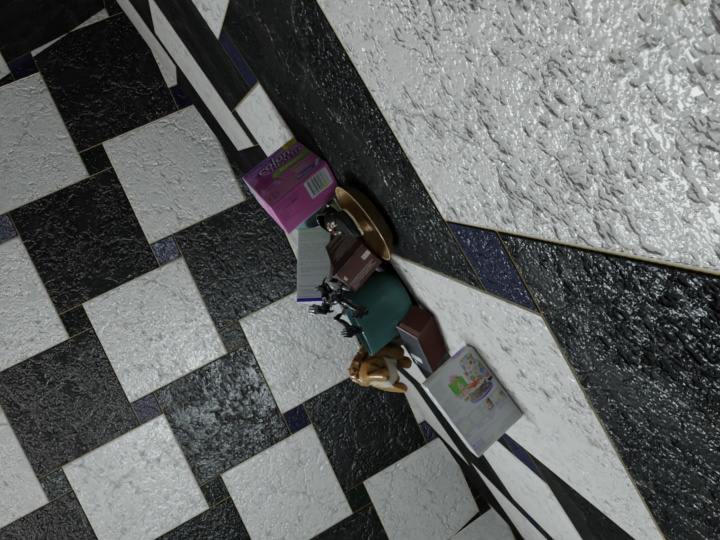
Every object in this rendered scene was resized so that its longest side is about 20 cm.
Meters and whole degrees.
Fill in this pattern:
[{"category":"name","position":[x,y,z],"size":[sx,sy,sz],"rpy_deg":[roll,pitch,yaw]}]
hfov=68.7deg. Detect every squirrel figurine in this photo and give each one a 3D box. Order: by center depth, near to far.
[{"category":"squirrel figurine","position":[0.054,0.236,1.516],"size":[0.197,0.191,0.141],"rpy_deg":[-9,148,40]}]

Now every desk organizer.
[{"category":"desk organizer","position":[0.168,0.186,1.410],"size":[0.071,0.077,0.201],"rpy_deg":[26,157,35]}]

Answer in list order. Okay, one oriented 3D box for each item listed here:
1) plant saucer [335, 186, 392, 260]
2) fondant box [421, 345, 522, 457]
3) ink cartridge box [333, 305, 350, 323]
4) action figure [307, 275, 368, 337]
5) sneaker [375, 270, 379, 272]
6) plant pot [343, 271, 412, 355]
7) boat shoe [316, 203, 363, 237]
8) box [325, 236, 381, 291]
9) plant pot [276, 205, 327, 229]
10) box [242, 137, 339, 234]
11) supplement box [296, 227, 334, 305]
[{"category":"plant saucer","position":[0.017,-0.115,1.194],"size":[0.201,0.035,0.201],"rpy_deg":[52,171,11]},{"category":"fondant box","position":[0.257,0.299,1.218],"size":[0.201,0.143,0.058],"rpy_deg":[52,173,-2]},{"category":"ink cartridge box","position":[-0.041,0.069,1.792],"size":[0.202,0.082,0.147],"rpy_deg":[-90,-24,-50]},{"category":"action figure","position":[-0.065,0.071,1.283],"size":[0.101,0.121,0.199],"rpy_deg":[20,-167,-43]},{"category":"sneaker","position":[0.000,0.000,1.519],"size":[0.089,0.079,0.201],"rpy_deg":[38,164,32]},{"category":"plant pot","position":[0.047,0.098,1.418],"size":[0.203,0.159,0.201],"rpy_deg":[59,172,13]},{"category":"boat shoe","position":[-0.050,-0.109,1.260],"size":[0.074,0.063,0.201],"rpy_deg":[59,169,-26]},{"category":"box","position":[-0.021,-0.041,1.322],"size":[0.075,0.100,0.201],"rpy_deg":[39,-170,-21]},{"category":"plant pot","position":[-0.194,-0.200,1.519],"size":[0.202,0.132,0.201],"rpy_deg":[57,166,22]},{"category":"box","position":[-0.176,-0.219,1.331],"size":[0.200,0.175,0.097],"rpy_deg":[43,169,47]},{"category":"supplement box","position":[-0.117,-0.011,1.469],"size":[0.101,0.101,0.206],"rpy_deg":[29,-121,-75]}]
